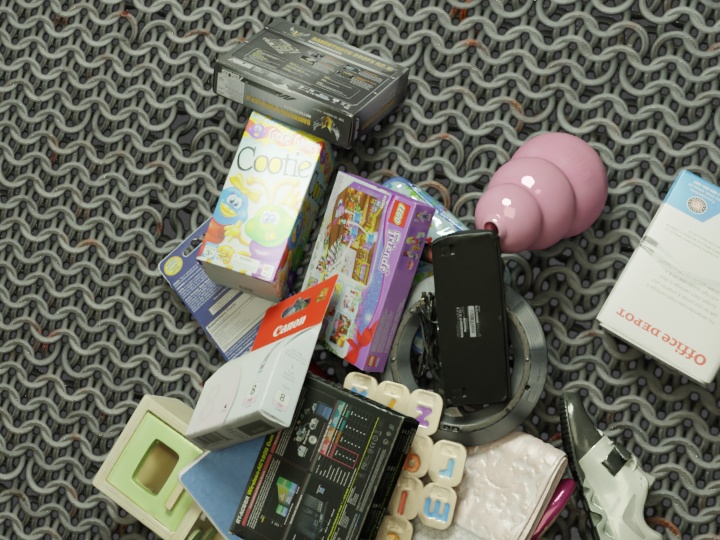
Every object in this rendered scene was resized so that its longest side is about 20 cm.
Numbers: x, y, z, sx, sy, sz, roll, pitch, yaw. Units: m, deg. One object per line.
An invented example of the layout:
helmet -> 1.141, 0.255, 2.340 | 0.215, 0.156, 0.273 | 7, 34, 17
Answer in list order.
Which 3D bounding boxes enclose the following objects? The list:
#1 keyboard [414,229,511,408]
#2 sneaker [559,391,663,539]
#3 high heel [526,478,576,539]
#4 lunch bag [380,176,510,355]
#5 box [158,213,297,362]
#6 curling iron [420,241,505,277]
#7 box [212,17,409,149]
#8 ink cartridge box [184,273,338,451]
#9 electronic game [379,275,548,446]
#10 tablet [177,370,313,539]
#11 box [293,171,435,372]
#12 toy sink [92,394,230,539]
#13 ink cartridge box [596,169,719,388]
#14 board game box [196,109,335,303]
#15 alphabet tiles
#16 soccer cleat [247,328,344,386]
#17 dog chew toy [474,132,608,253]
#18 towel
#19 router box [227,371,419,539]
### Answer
keyboard -> 0.111, 0.052, 1.335 | 0.103, 0.040, 0.203 | -4, 105, 6
sneaker -> 0.287, 0.229, 1.373 | 0.087, 0.074, 0.202 | -18, 82, 1
high heel -> 0.155, 0.289, 1.392 | 0.200, 0.067, 0.096 | -45, 83, 7
lunch bag -> 0.070, 0.001, 1.460 | 0.200, 0.082, 0.161 | 43, 98, 18
box -> -0.159, 0.032, 1.540 | 0.121, 0.032, 0.201 | -40, 75, 5
curling iron -> 0.083, -0.025, 1.383 | 0.198, 0.050, 0.026 | 16, 58, 38
box -> -0.061, -0.237, 1.499 | 0.198, 0.158, 0.049 | 24, 129, 17
ink cartridge box -> -0.112, 0.098, 1.367 | 0.162, 0.057, 0.202 | -25, 43, 49
electronic game -> 0.117, 0.101, 1.380 | 0.197, 0.042, 0.203 | 0, 91, 14
tablet -> -0.101, 0.227, 1.410 | 0.199, 0.014, 0.131 | -38, 100, -5
box -> 0.000, 0.000, 1.401 | 0.136, 0.039, 0.202 | 26, 102, 43
toy sink -> -0.204, 0.262, 1.472 | 0.199, 0.112, 0.131 | 33, 90, 17
ink cartridge box -> 0.382, 0.012, 1.371 | 0.146, 0.086, 0.201 | 31, 91, 18
board game box -> -0.114, -0.077, 1.487 | 0.104, 0.103, 0.202 | 16, 75, 9
alphabet tiles -> 0.019, 0.224, 1.378 | 0.198, 0.015, 0.198 | 13, 91, 13
soccer cleat -> -0.064, 0.160, 1.472 | 0.085, 0.069, 0.201 | -35, 90, 27
dog chew toy -> 0.200, -0.081, 1.377 | 0.124, 0.199, 0.126 | 18, 122, 32
towel -> 0.115, 0.257, 1.390 | 0.199, 0.032, 0.192 | 23, 79, 34
router box -> -0.041, 0.230, 1.335 | 0.149, 0.062, 0.202 | 21, 87, 23
